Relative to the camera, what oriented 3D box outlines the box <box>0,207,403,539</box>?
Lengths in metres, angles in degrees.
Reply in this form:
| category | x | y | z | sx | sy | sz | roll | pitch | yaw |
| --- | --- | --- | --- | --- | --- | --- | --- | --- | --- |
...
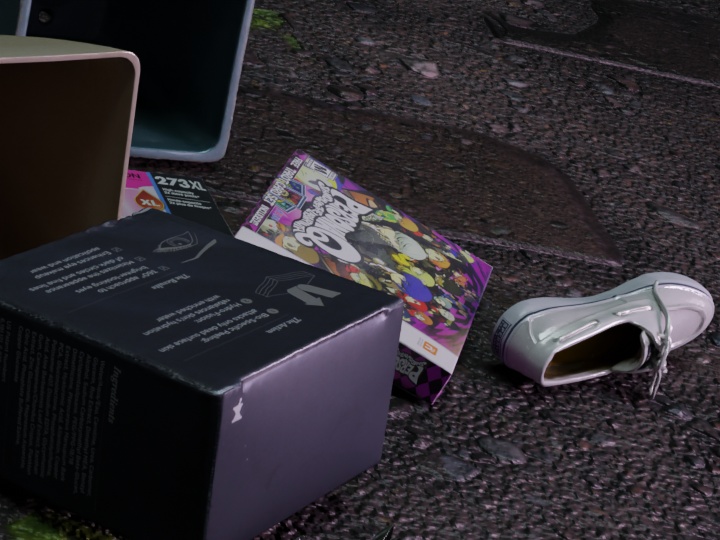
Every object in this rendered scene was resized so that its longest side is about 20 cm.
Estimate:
| category | x | y | z | sx | sy | sz | roll | pitch | yaw |
| --- | --- | --- | --- | --- | --- | --- | --- | --- | --- |
| box | -0.112 | 0.062 | 1.228 | 0.200 | 0.118 | 0.197 | 20 | 24 | 27 |

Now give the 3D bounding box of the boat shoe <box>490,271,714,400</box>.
| category | x | y | z | sx | sy | sz | roll | pitch | yaw |
| --- | --- | --- | --- | --- | --- | --- | --- | --- | --- |
| boat shoe | 0.200 | 0.054 | 1.529 | 0.201 | 0.075 | 0.086 | -5 | 33 | -35 |

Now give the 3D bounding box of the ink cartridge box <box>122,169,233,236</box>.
| category | x | y | z | sx | sy | sz | roll | pitch | yaw |
| --- | --- | --- | --- | --- | --- | --- | --- | --- | --- |
| ink cartridge box | -0.149 | -0.034 | 1.527 | 0.094 | 0.037 | 0.200 | 6 | 26 | -25 |

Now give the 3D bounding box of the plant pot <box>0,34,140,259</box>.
| category | x | y | z | sx | sy | sz | roll | pitch | yaw |
| --- | --- | --- | --- | --- | --- | --- | --- | --- | --- |
| plant pot | -0.284 | -0.062 | 1.330 | 0.200 | 0.200 | 0.177 | -8 | 24 | -44 |

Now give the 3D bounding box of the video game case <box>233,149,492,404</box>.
| category | x | y | z | sx | sy | sz | roll | pitch | yaw |
| --- | --- | --- | --- | --- | --- | --- | --- | --- | --- |
| video game case | 0.000 | 0.000 | 1.512 | 0.181 | 0.036 | 0.200 | 32 | 25 | -1 |

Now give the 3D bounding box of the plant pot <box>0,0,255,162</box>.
| category | x | y | z | sx | sy | sz | roll | pitch | yaw |
| --- | --- | --- | --- | --- | --- | --- | --- | --- | --- |
| plant pot | -0.219 | -0.217 | 1.679 | 0.196 | 0.196 | 0.200 | 2 | 21 | -30 |

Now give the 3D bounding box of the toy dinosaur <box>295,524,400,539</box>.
| category | x | y | z | sx | sy | sz | roll | pitch | yaw |
| --- | --- | --- | --- | --- | --- | --- | --- | --- | --- |
| toy dinosaur | -0.045 | 0.199 | 1.082 | 0.135 | 0.102 | 0.200 | -3 | 36 | 13 |
